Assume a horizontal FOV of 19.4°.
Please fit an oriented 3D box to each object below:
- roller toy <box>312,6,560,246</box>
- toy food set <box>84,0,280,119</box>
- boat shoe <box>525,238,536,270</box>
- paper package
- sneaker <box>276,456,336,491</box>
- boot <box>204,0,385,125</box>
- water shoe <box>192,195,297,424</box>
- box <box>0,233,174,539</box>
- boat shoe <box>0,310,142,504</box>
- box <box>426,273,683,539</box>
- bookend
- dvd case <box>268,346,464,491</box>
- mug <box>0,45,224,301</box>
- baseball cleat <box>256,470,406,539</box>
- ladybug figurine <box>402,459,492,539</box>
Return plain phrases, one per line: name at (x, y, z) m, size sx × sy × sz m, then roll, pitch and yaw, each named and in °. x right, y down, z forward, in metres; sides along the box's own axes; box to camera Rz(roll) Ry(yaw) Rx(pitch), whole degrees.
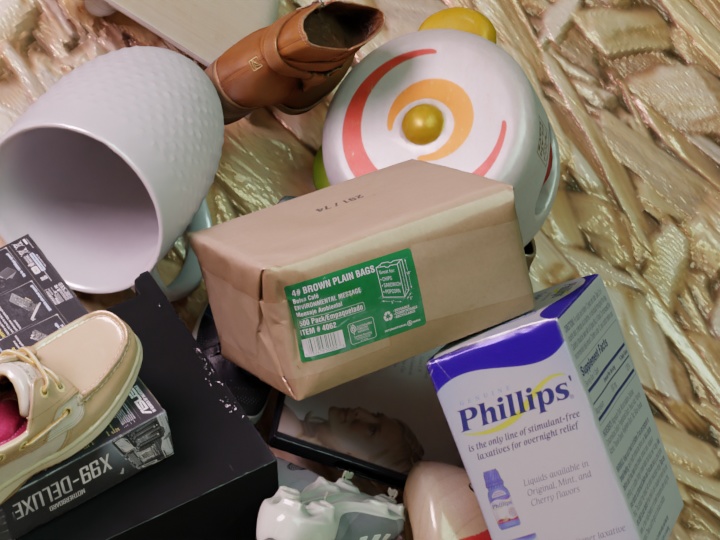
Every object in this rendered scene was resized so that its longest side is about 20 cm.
roller toy at (0.068, -0.099, 1.729) m, size 0.200 × 0.140 × 0.182 m, roll -41°, pitch 65°, yaw -1°
toy food set at (-0.158, -0.231, 1.776) m, size 0.200 × 0.060 × 0.144 m, roll 32°, pitch 49°, yaw -25°
boat shoe at (0.102, -0.079, 1.836) m, size 0.072 × 0.072 × 0.200 m, roll -15°, pitch 72°, yaw -39°
paper package at (0.000, 0.000, 1.535) m, size 0.200 × 0.191 × 0.104 m, roll -19°, pitch 104°, yaw -18°
sneaker at (-0.086, 0.210, 1.538) m, size 0.140 × 0.078 × 0.200 m, roll 34°, pitch 40°, yaw -10°
boot at (-0.031, -0.180, 1.703) m, size 0.200 × 0.155 × 0.074 m, roll -34°, pitch 94°, yaw -46°
water shoe at (-0.082, 0.026, 1.645) m, size 0.071 × 0.079 × 0.200 m, roll 23°, pitch 52°, yaw -20°
box at (-0.245, 0.083, 1.438) m, size 0.158 × 0.050 × 0.200 m, roll -29°, pitch 54°, yaw -20°
boat shoe at (-0.218, 0.088, 1.352) m, size 0.074 × 0.069 × 0.200 m, roll 30°, pitch 58°, yaw 26°
box at (0.147, 0.123, 1.551) m, size 0.184 × 0.105 × 0.200 m, roll -32°, pitch 102°, yaw -72°
bookend at (-0.189, 0.131, 1.488) m, size 0.200 × 0.092 × 0.199 m, roll -25°, pitch 54°, yaw -19°
dvd case at (0.035, 0.107, 1.649) m, size 0.200 × 0.018 × 0.143 m, roll 19°, pitch 50°, yaw -9°
mug at (-0.172, -0.069, 1.616) m, size 0.200 × 0.148 × 0.175 m, roll 66°, pitch 32°, yaw -24°
baseball cleat at (-0.032, 0.199, 1.486) m, size 0.070 × 0.107 × 0.200 m, roll 22°, pitch 4°, yaw 25°
ladybug figurine at (0.075, 0.236, 1.566) m, size 0.072 × 0.136 × 0.200 m, roll -6°, pitch 104°, yaw -5°
